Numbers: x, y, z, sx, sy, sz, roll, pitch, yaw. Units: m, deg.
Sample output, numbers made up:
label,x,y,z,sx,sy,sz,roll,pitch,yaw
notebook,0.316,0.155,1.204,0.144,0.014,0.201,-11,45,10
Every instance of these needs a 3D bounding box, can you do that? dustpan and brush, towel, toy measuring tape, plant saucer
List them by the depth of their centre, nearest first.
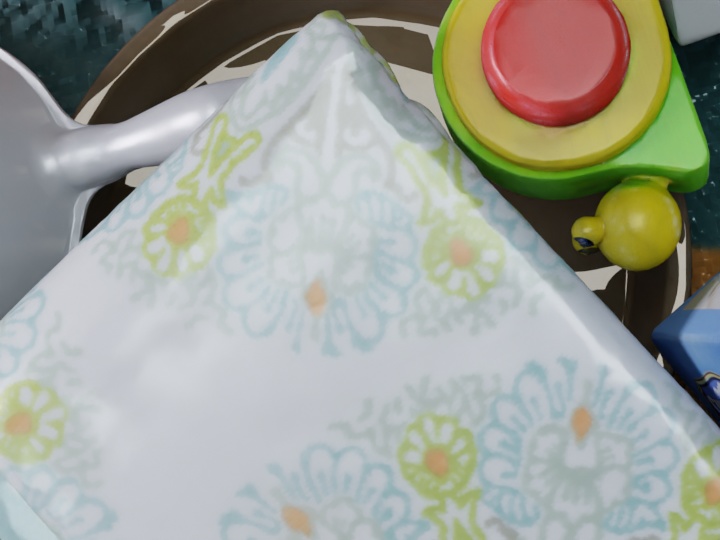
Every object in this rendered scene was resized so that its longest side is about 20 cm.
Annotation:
label,x,y,z,sx,sy,sz,roll,pitch,yaw
towel,-0.002,0.057,0.749,0.171,0.048,0.200,-43,89,6
toy measuring tape,0.044,-0.091,0.773,0.073,0.074,0.201,-18,77,2
dustpan and brush,-0.111,-0.025,0.792,0.199,0.057,0.140,-17,82,32
plant saucer,0.000,0.000,0.807,0.199,0.029,0.201,-1,79,6

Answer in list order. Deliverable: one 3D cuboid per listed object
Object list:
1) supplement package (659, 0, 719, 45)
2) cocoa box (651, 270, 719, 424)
label,x,y,z,sx,sy,sz,roll,pitch,yaw
supplement package,0.160,-0.169,0.761,0.199,0.117,0.118,-17,49,2
cocoa box,0.200,0.002,0.722,0.200,0.133,0.131,-41,92,-3
